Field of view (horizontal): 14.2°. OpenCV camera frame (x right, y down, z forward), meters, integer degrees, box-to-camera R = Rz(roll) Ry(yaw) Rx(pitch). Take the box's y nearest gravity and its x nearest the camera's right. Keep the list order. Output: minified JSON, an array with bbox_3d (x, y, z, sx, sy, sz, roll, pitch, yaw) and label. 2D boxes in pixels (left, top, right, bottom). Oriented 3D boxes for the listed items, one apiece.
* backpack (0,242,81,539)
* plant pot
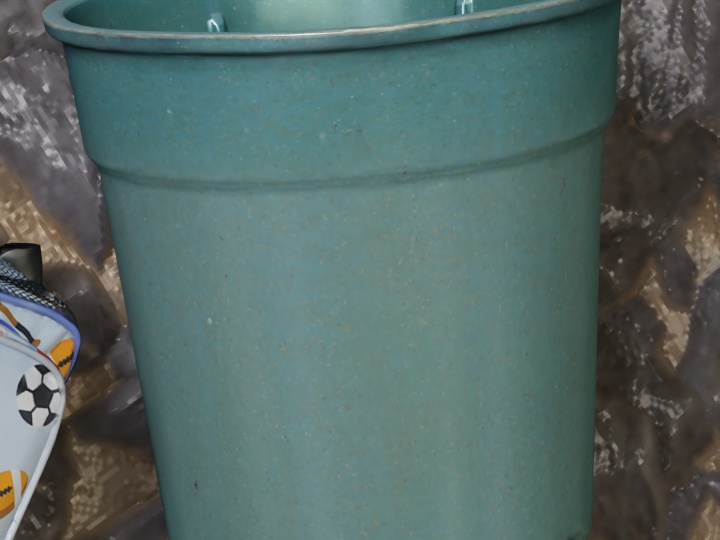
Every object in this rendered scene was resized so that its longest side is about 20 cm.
[{"bbox_3d":[-0.199,0.053,0.909,0.190,0.154,0.201,25,83,-25],"label":"backpack"},{"bbox_3d":[0.000,0.000,0.981,0.199,0.200,0.197,-9,103,-21],"label":"plant pot"}]
